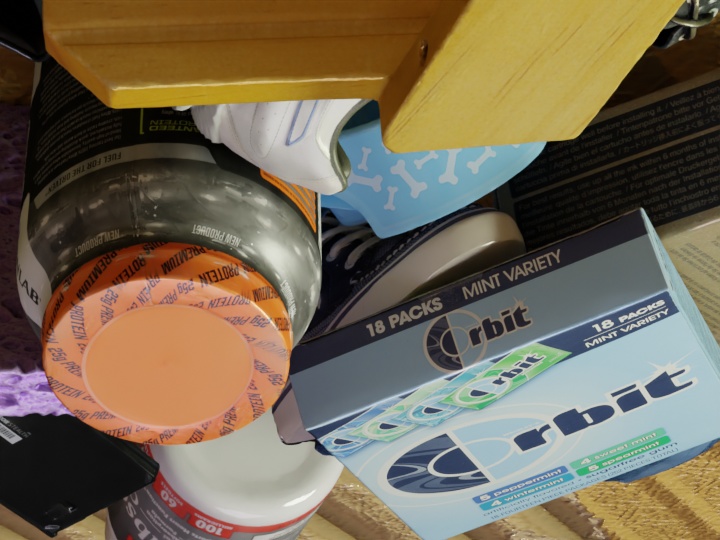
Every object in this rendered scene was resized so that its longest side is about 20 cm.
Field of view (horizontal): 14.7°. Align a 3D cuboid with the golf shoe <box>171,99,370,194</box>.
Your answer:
[{"bbox_3d":[0.015,-0.118,1.046,0.097,0.078,0.200,39,107,-5],"label":"golf shoe"}]

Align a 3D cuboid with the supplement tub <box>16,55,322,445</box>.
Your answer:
[{"bbox_3d":[-0.076,-0.035,1.135,0.122,0.200,0.123,0,135,0],"label":"supplement tub"}]

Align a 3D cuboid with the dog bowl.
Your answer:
[{"bbox_3d":[-0.014,-0.048,1.262,0.199,0.112,0.050,-16,108,27],"label":"dog bowl"}]

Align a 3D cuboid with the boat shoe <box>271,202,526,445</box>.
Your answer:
[{"bbox_3d":[0.000,0.000,1.285,0.074,0.093,0.200,-9,156,-35],"label":"boat shoe"}]

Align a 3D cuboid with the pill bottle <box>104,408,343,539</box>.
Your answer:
[{"bbox_3d":[-0.083,0.122,1.602,0.115,0.116,0.200,4,154,-14],"label":"pill bottle"}]

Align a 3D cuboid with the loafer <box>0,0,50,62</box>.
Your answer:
[{"bbox_3d":[-0.172,-0.144,1.067,0.068,0.071,0.200,-15,153,26],"label":"loafer"}]

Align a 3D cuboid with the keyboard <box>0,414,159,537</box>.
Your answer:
[{"bbox_3d":[-0.195,0.070,1.399,0.104,0.040,0.200,-27,138,17],"label":"keyboard"}]

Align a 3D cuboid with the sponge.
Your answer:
[{"bbox_3d":[-0.156,-0.010,1.225,0.111,0.200,0.030,0,128,-3],"label":"sponge"}]

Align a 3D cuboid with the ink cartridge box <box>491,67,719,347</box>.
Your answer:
[{"bbox_3d":[0.174,-0.027,1.314,0.164,0.075,0.200,-18,161,22],"label":"ink cartridge box"}]

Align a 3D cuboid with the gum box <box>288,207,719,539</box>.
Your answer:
[{"bbox_3d":[0.076,0.054,1.272,0.169,0.045,0.200,-21,155,9],"label":"gum box"}]

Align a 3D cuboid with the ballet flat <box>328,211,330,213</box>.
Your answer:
[{"bbox_3d":[0.012,-0.007,1.386,0.199,0.068,0.072,2,133,30],"label":"ballet flat"}]

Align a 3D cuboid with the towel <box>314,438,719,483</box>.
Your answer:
[{"bbox_3d":[0.080,0.073,1.420,0.199,0.049,0.112,9,162,-20],"label":"towel"}]

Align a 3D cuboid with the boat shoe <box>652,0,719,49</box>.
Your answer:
[{"bbox_3d":[0.120,-0.119,1.170,0.199,0.057,0.069,-13,153,22],"label":"boat shoe"}]

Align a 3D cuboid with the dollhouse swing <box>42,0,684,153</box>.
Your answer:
[{"bbox_3d":[-0.002,-0.160,0.897,0.175,0.201,0.182,5,154,-16],"label":"dollhouse swing"}]
